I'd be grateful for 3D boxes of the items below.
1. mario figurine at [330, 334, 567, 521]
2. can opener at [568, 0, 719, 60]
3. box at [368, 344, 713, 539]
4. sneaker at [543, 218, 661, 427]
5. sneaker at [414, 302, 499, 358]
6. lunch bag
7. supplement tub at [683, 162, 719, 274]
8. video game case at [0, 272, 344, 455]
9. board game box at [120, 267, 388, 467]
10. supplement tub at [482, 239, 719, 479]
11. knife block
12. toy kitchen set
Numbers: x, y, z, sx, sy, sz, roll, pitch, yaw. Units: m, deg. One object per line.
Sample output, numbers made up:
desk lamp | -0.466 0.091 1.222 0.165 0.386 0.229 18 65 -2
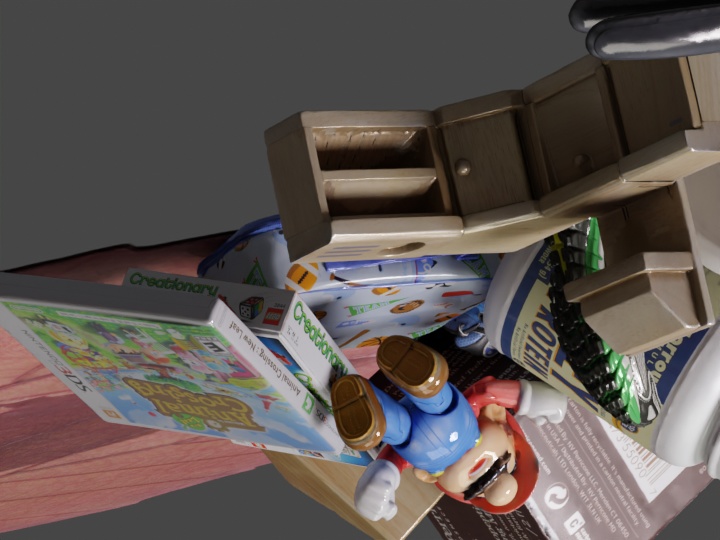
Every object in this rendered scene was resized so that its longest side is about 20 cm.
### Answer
mario figurine | 0.066 0.117 1.696 0.123 0.107 0.200 -9 156 26
can opener | 0.205 -0.139 1.328 0.199 0.079 0.063 -8 -153 -6
box | 0.135 0.118 1.925 0.164 0.166 0.200 -42 -156 -19
sneaker | 0.163 -0.001 1.577 0.085 0.201 0.078 -11 -170 -14
sneaker | 0.107 0.018 1.853 0.078 0.090 0.200 18 150 -40
lunch bag | 0.000 0.000 1.730 0.199 0.076 0.160 -6 165 -24
supplement tub | 0.275 -0.055 1.570 0.140 0.141 0.200 -17 168 25
video game case | -0.131 0.061 1.659 0.199 0.022 0.182 6 153 33
board game box | -0.065 0.067 1.691 0.126 0.035 0.200 8 154 27
supplement tub | 0.196 0.038 1.682 0.145 0.200 0.145 -47 159 -25
knife block | -0.046 0.105 1.909 0.200 0.064 0.176 29 161 46
toy kitchen set | 0.088 -0.032 1.425 0.180 0.164 0.200 -3 165 -39
